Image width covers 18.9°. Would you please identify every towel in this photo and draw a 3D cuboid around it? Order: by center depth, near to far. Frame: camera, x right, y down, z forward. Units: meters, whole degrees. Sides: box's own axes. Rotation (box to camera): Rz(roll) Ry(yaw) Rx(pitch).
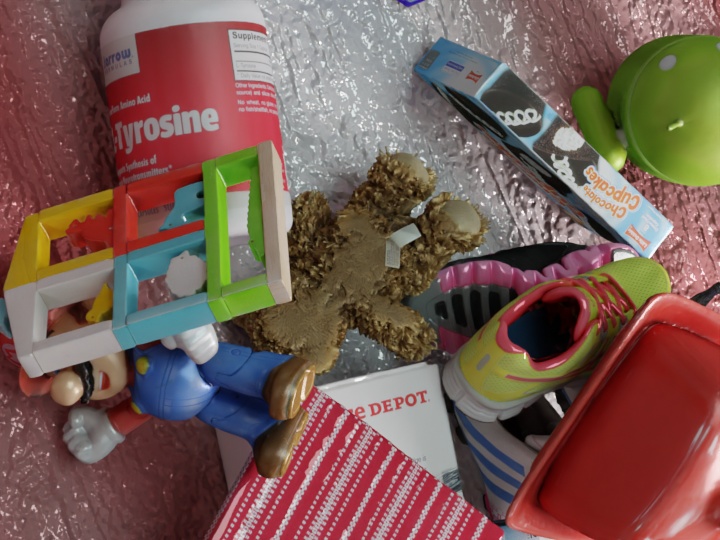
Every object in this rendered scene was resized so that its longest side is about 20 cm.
[{"bbox_3d":[-0.003,0.181,1.418,0.200,0.022,0.145,39,64,-22],"label":"towel"}]

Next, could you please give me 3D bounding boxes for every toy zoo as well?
[{"bbox_3d":[-0.142,-0.004,1.327,0.132,0.199,0.021,-96,166,-47],"label":"toy zoo"}]

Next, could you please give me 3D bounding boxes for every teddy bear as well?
[{"bbox_3d":[0.000,0.000,1.517,0.145,0.067,0.200,29,66,-1],"label":"teddy bear"}]

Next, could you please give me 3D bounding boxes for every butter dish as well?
[{"bbox_3d":[0.229,0.137,1.518,0.200,0.148,0.199,-57,151,7],"label":"butter dish"}]

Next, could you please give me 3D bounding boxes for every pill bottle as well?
[{"bbox_3d":[-0.112,-0.116,1.436,0.112,0.112,0.201,-5,84,-39],"label":"pill bottle"}]

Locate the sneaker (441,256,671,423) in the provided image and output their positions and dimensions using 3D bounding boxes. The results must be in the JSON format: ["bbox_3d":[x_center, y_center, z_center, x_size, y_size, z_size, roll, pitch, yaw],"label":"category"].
[{"bbox_3d":[0.152,0.037,1.513,0.200,0.090,0.078,-29,71,-33],"label":"sneaker"}]

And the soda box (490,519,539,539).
[{"bbox_3d":[0.102,0.282,1.561,0.063,0.068,0.201,-8,86,-39],"label":"soda box"}]

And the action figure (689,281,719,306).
[{"bbox_3d":[0.332,0.021,1.721,0.200,0.102,0.119,-30,91,-1],"label":"action figure"}]

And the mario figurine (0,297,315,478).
[{"bbox_3d":[-0.136,0.075,1.348,0.106,0.199,0.124,-4,110,-78],"label":"mario figurine"}]

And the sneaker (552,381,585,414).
[{"bbox_3d":[0.193,0.083,1.628,0.200,0.072,0.072,1,62,-65],"label":"sneaker"}]

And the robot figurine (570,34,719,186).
[{"bbox_3d":[0.257,-0.125,1.686,0.175,0.200,0.116,-18,97,-1],"label":"robot figurine"}]

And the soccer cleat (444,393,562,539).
[{"bbox_3d":[0.130,0.156,1.598,0.070,0.086,0.201,-35,104,-37],"label":"soccer cleat"}]

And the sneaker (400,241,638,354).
[{"bbox_3d":[0.109,0.013,1.613,0.199,0.095,0.079,-6,109,-29],"label":"sneaker"}]

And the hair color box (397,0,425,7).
[{"bbox_3d":[-0.007,-0.292,1.587,0.200,0.065,0.110,30,64,-33],"label":"hair color box"}]

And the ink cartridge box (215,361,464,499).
[{"bbox_3d":[-0.005,0.175,1.486,0.144,0.084,0.201,-11,89,-39],"label":"ink cartridge box"}]

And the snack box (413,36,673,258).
[{"bbox_3d":[0.138,-0.092,1.631,0.200,0.116,0.037,41,88,-26],"label":"snack box"}]
